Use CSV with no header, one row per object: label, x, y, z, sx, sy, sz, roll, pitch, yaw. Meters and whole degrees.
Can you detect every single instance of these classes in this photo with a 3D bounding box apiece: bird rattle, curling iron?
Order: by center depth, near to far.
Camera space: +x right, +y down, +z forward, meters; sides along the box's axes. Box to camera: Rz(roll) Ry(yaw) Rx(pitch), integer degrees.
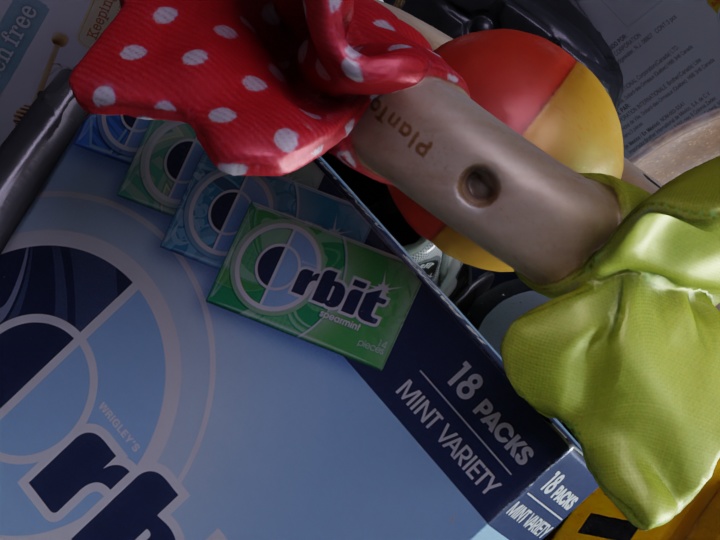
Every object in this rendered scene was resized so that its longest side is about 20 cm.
bird rattle,0.027,-0.026,0.703,0.199,0.163,0.113,26,98,2
curling iron,-0.140,0.024,0.741,0.050,0.026,0.200,38,89,29

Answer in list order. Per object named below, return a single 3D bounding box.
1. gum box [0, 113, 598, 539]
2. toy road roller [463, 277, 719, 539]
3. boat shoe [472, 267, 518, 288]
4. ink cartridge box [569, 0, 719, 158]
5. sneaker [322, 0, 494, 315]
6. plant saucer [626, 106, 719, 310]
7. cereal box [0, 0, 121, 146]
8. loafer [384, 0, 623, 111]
gum box,-0.063,0.061,0.742,0.200,0.045,0.170,-44,65,3
toy road roller,0.064,0.113,0.807,0.146,0.123,0.200,26,58,22
boat shoe,-0.015,-0.052,0.901,0.199,0.069,0.085,19,62,-21
ink cartridge box,0.151,-0.080,0.963,0.200,0.136,0.076,45,53,-5
sneaker,0.000,0.000,0.832,0.074,0.089,0.201,-21,119,-8
plant saucer,0.151,0.028,0.913,0.200,0.201,0.037,33,20,-12
cereal box,-0.142,-0.097,0.797,0.199,0.144,0.040,28,44,-10
loafer,0.007,-0.112,0.949,0.200,0.068,0.070,39,17,2
